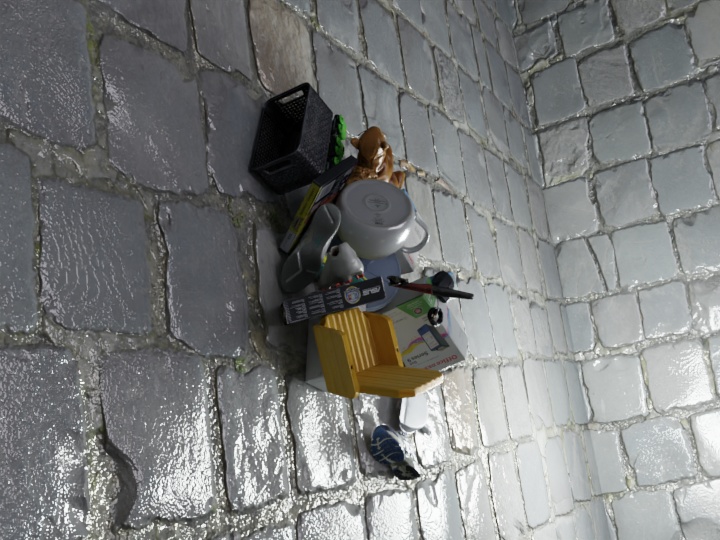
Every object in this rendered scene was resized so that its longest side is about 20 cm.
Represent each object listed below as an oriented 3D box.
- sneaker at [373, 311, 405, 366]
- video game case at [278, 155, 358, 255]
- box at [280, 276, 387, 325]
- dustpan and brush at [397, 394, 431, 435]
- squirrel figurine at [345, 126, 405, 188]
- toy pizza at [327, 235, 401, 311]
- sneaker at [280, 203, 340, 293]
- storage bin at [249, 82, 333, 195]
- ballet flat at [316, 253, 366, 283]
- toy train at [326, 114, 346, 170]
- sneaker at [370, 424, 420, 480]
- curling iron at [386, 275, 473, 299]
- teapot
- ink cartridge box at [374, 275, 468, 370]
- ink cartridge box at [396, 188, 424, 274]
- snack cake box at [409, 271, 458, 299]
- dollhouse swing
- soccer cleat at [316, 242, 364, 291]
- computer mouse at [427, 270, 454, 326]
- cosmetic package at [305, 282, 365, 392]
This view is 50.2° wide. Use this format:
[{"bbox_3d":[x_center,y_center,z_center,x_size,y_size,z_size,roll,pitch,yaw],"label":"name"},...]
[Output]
[{"bbox_3d":[0.038,0.185,1.802,0.114,0.074,0.205,-11,82,-61],"label":"sneaker"},{"bbox_3d":[-0.088,-0.142,1.636,0.025,0.183,0.200,34,31,6],"label":"video game case"},{"bbox_3d":[-0.057,0.061,1.502,0.160,0.195,0.046,152,-76,-80],"label":"box"},{"bbox_3d":[0.141,0.364,1.936,0.200,0.056,0.142,42,44,-36],"label":"dustpan and brush"},{"bbox_3d":[0.025,-0.236,1.844,0.189,0.138,0.204,90,17,-56],"label":"squirrel figurine"},{"bbox_3d":[0.000,0.000,1.768,0.195,0.032,0.206,7,67,-16],"label":"toy pizza"},{"bbox_3d":[-0.101,-0.041,1.602,0.069,0.080,0.203,31,83,-4],"label":"sneaker"},{"bbox_3d":[-0.143,-0.277,1.620,0.094,0.132,0.204,43,42,-43],"label":"storage bin"},{"bbox_3d":[-0.049,0.003,1.689,0.197,0.067,0.068,27,32,-22],"label":"ballet flat"},{"bbox_3d":[-0.061,-0.294,1.879,0.057,0.041,0.205,55,34,-52],"label":"toy train"},{"bbox_3d":[0.077,0.407,1.784,0.087,0.075,0.202,-90,157,-45],"label":"sneaker"},{"bbox_3d":[0.151,0.042,1.681,0.050,0.194,0.026,39,64,-84],"label":"curling iron"},{"bbox_3d":[0.029,-0.095,1.718,0.196,0.198,0.148,-36,150,-37],"label":"teapot"},{"bbox_3d":[0.142,0.136,1.790,0.202,0.143,0.088,54,28,-23],"label":"ink cartridge box"},{"bbox_3d":[0.069,-0.079,1.921,0.130,0.123,0.202,56,35,-30],"label":"ink cartridge box"},{"bbox_3d":[0.132,0.064,1.891,0.114,0.196,0.069,-9,82,-61],"label":"snack cake box"},{"bbox_3d":[0.044,0.155,1.504,0.198,0.173,0.187,-9,84,-57],"label":"dollhouse swing"},{"bbox_3d":[-0.045,-0.008,1.548,0.068,0.199,0.079,-22,90,-22],"label":"soccer cleat"},{"bbox_3d":[0.183,0.061,1.726,0.059,0.033,0.202,55,28,-21],"label":"computer mouse"},{"bbox_3d":[-0.050,0.143,1.626,0.085,0.105,0.205,36,46,-47],"label":"cosmetic package"}]
